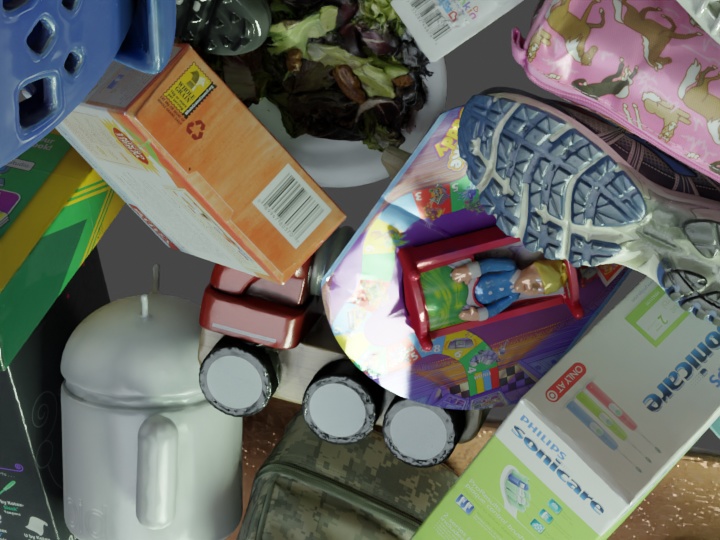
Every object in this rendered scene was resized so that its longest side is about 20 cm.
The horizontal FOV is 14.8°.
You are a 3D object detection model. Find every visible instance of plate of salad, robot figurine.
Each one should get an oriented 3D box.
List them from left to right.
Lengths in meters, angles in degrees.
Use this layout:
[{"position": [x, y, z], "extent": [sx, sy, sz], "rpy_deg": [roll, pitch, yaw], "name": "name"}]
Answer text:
[{"position": [-0.130, 0.101, 1.736], "extent": [0.113, 0.170, 0.200], "rpy_deg": [-2, 105, -10], "name": "robot figurine"}, {"position": [-0.047, -0.122, 1.568], "extent": [0.200, 0.048, 0.200], "rpy_deg": [16, 133, 17], "name": "plate of salad"}]

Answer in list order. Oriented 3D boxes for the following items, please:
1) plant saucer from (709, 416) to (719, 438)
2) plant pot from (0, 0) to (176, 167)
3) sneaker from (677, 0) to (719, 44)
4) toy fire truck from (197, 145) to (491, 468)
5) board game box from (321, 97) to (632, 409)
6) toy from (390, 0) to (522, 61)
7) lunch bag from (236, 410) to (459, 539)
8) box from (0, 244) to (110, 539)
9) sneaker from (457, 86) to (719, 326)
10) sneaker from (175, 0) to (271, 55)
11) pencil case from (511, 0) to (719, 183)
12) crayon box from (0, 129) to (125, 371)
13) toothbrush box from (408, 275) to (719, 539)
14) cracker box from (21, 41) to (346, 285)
[{"position": [0.275, 0.052, 1.555], "extent": [0.200, 0.027, 0.200], "rpy_deg": [16, 135, 17], "name": "plant saucer"}, {"position": [-0.203, -0.179, 1.381], "extent": [0.200, 0.180, 0.200], "rpy_deg": [26, 129, 37], "name": "plant pot"}, {"position": [0.182, -0.144, 1.350], "extent": [0.200, 0.071, 0.073], "rpy_deg": [22, 134, -25], "name": "sneaker"}, {"position": [0.000, 0.000, 1.617], "extent": [0.176, 0.129, 0.200], "rpy_deg": [15, 114, 10], "name": "toy fire truck"}, {"position": [0.077, 0.001, 1.529], "extent": [0.158, 0.039, 0.200], "rpy_deg": [27, 110, -27], "name": "board game box"}, {"position": [0.082, -0.206, 1.409], "extent": [0.200, 0.047, 0.115], "rpy_deg": [-33, 92, 30], "name": "toy"}, {"position": [-0.029, 0.218, 1.775], "extent": [0.139, 0.168, 0.200], "rpy_deg": [26, 137, 7], "name": "lunch bag"}, {"position": [-0.225, 0.069, 1.786], "extent": [0.106, 0.122, 0.200], "rpy_deg": [9, 132, 24], "name": "box"}, {"position": [0.144, -0.041, 1.481], "extent": [0.200, 0.085, 0.077], "rpy_deg": [30, 122, 0], "name": "sneaker"}, {"position": [-0.112, -0.195, 1.502], "extent": [0.200, 0.090, 0.066], "rpy_deg": [38, 136, 16], "name": "sneaker"}, {"position": [0.178, -0.094, 1.434], "extent": [0.200, 0.087, 0.083], "rpy_deg": [31, 131, 3], "name": "pencil case"}, {"position": [-0.264, -0.033, 1.680], "extent": [0.200, 0.173, 0.058], "rpy_deg": [12, 133, 20], "name": "crayon box"}, {"position": [0.127, 0.103, 1.571], "extent": [0.086, 0.146, 0.200], "rpy_deg": [44, 147, 7], "name": "toothbrush box"}, {"position": [-0.103, -0.067, 1.568], "extent": [0.134, 0.058, 0.200], "rpy_deg": [47, 168, -21], "name": "cracker box"}]
